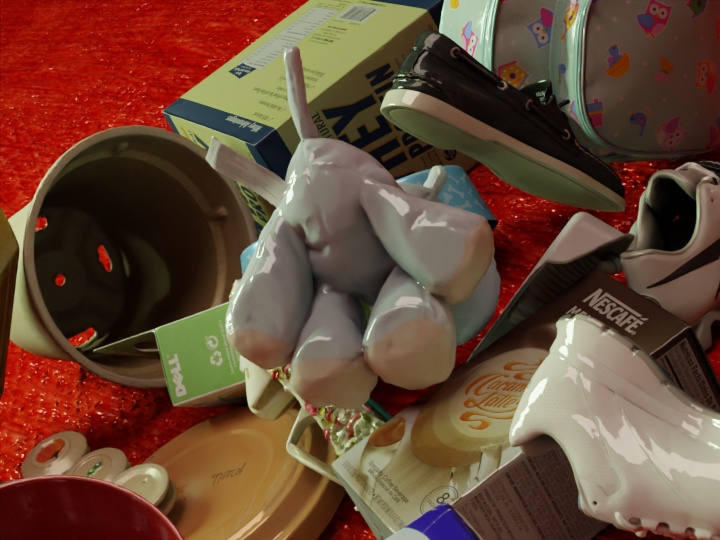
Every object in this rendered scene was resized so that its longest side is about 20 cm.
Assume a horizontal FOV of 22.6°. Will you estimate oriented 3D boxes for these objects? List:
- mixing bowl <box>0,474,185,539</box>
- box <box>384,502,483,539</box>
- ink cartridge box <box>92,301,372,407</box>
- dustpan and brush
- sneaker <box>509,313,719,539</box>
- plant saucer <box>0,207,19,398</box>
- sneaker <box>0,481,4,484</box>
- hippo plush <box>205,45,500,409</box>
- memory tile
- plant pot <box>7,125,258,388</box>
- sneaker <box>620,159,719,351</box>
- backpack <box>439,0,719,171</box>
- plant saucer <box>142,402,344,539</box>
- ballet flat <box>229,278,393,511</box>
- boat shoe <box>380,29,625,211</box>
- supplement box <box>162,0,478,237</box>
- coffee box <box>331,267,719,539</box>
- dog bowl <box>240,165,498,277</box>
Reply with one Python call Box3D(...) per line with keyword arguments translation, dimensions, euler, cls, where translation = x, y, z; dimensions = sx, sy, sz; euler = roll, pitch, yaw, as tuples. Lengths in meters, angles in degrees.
Box3D(translation=(-0.173, 0.230, 1.024), dimensions=(0.198, 0.109, 0.202), euler=(-6, 51, 8), cls="mixing bowl")
Box3D(translation=(0.012, 0.237, 0.757), dimensions=(0.199, 0.185, 0.105), euler=(-32, 24, -4), cls="box")
Box3D(translation=(-0.075, 0.056, 1.263), dimensions=(0.198, 0.060, 0.104), euler=(-20, -12, 21), cls="ink cartridge box")
Box3D(translation=(0.146, 0.001, 1.160), dimensions=(0.200, 0.057, 0.140), euler=(-49, -6, -45), cls="dustpan and brush")
Box3D(translation=(0.162, 0.106, 0.914), dimensions=(0.199, 0.074, 0.087), euler=(36, 90, 32), cls="sneaker")
Box3D(translation=(-0.297, 0.067, 1.308), dimensions=(0.048, 0.202, 0.201), euler=(14, 31, 2), cls="plant saucer")
Box3D(translation=(-0.285, 0.208, 1.262), dimensions=(0.086, 0.078, 0.201), euler=(-23, 27, 9), cls="sneaker")
Box3D(translation=(0.000, 0.000, 1.113), dimensions=(0.160, 0.200, 0.161), euler=(-49, -18, 6), cls="hippo plush")
Box3D(translation=(-0.224, 0.186, 1.169), dimensions=(0.152, 0.017, 0.200), euler=(17, 52, 46), cls="memory tile")
Box3D(translation=(-0.210, -0.002, 1.450), dimensions=(0.201, 0.201, 0.183), euler=(-46, 18, -28), cls="plant pot")
Box3D(translation=(0.223, -0.041, 1.136), dimensions=(0.074, 0.089, 0.200), euler=(-9, 32, 40), cls="sneaker")
Box3D(translation=(0.160, -0.156, 1.253), dimensions=(0.198, 0.178, 0.153), euler=(-6, 17, -17), cls="backpack")
Box3D(translation=(-0.100, 0.155, 1.187), dimensions=(0.199, 0.032, 0.201), euler=(-24, 27, 13), cls="plant saucer")
Box3D(translation=(-0.033, 0.081, 1.132), dimensions=(0.064, 0.076, 0.200), euler=(-48, 56, 1), cls="ballet flat")
Box3D(translation=(0.101, -0.096, 1.154), dimensions=(0.074, 0.198, 0.067), euler=(-3, 68, 59), cls="boat shoe")
Box3D(translation=(-0.022, -0.123, 1.492), dimensions=(0.199, 0.135, 0.200), euler=(-39, 26, -16), cls="supplement box")
Box3D(translation=(0.098, 0.099, 1.028), dimensions=(0.199, 0.080, 0.114), euler=(-36, 28, -9), cls="coffee box")
Box3D(translation=(0.001, -0.020, 1.315), dimensions=(0.198, 0.050, 0.111), euler=(-22, -9, 13), cls="dog bowl")
